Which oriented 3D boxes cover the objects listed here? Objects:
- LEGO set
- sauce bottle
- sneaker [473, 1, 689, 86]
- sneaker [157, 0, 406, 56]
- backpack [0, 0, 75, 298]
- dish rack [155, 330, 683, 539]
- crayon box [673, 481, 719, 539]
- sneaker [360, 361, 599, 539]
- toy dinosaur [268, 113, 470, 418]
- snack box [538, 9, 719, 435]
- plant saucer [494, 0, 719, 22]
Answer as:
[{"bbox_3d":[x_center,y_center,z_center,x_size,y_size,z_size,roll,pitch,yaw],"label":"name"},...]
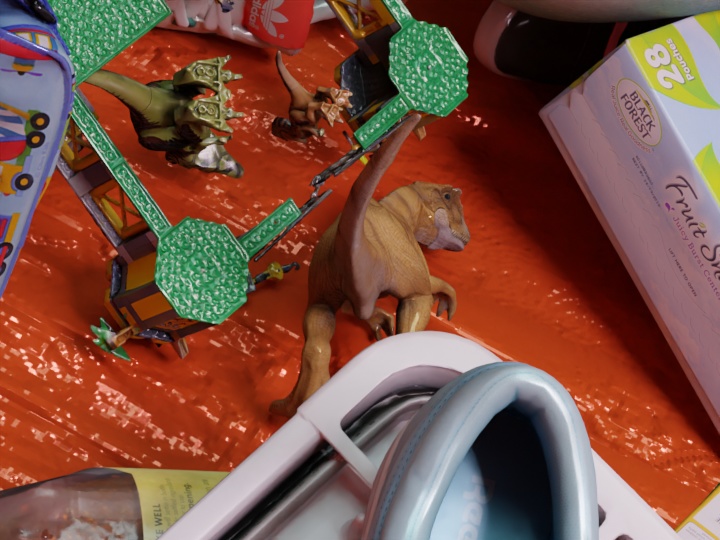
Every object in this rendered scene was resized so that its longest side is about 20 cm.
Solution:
[{"bbox_3d":[-0.069,-0.061,0.812,0.154,0.116,0.200,47,58,-15],"label":"LEGO set"},{"bbox_3d":[-0.067,0.090,0.661,0.200,0.066,0.066,7,43,-20],"label":"sauce bottle"},{"bbox_3d":[0.148,-0.095,0.952,0.200,0.071,0.099,-8,44,-36],"label":"sneaker"},{"bbox_3d":[-0.065,-0.129,0.896,0.200,0.070,0.093,-10,44,-36],"label":"sneaker"},{"bbox_3d":[-0.194,-0.069,0.702,0.134,0.183,0.200,4,31,-33],"label":"backpack"},{"bbox_3d":[0.007,0.133,0.607,0.200,0.044,0.172,-41,79,-20],"label":"dish rack"},{"bbox_3d":[0.154,0.167,0.681,0.200,0.058,0.119,39,43,19],"label":"crayon box"},{"bbox_3d":[0.021,0.116,0.548,0.074,0.082,0.200,5,69,-4],"label":"sneaker"},{"bbox_3d":[0.000,0.000,0.751,0.060,0.106,0.200,5,3,7],"label":"toy dinosaur"},{"bbox_3d":[0.193,-0.030,0.861,0.200,0.068,0.169,-23,80,-36],"label":"snack box"},{"bbox_3d":[0.119,-0.128,0.855,0.201,0.039,0.201,-9,17,3],"label":"plant saucer"}]
